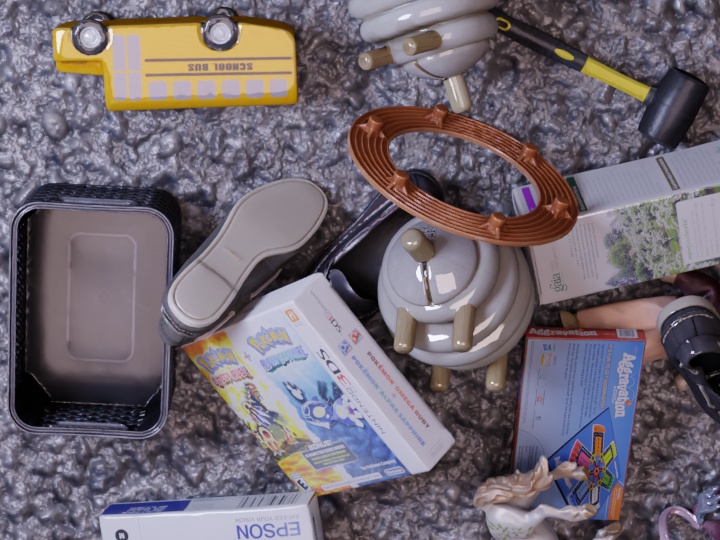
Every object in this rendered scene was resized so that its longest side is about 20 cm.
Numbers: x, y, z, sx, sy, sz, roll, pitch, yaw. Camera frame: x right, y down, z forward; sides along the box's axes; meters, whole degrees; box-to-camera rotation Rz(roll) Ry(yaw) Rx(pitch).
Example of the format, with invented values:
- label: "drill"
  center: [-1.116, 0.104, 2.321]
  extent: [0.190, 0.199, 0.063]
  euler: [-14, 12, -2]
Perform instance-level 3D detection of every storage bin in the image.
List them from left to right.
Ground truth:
- label: "storage bin"
  center: [-0.225, 0.033, 1.570]
  extent: [0.135, 0.094, 0.200]
  euler: [3, 102, -2]

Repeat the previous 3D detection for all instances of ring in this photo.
- label: "ring"
  center: [0.086, -0.084, 1.499]
  extent: [0.200, 0.200, 0.019]
  euler: [19, 121, -6]

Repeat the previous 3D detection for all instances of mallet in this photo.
- label: "mallet"
  center: [0.193, -0.163, 1.569]
  extent: [0.200, 0.041, 0.066]
  euler: [19, 104, -1]

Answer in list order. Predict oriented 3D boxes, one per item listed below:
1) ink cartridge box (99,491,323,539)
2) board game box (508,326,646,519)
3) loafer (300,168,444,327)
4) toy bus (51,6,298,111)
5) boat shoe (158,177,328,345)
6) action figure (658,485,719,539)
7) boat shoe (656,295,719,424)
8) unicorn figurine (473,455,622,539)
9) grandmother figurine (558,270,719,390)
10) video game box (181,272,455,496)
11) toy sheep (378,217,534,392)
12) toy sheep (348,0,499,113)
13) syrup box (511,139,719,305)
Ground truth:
- label: "ink cartridge box"
  center: [-0.122, 0.299, 1.637]
  extent: [0.199, 0.041, 0.200]
  euler: [-6, 103, 14]
- label: "board game box"
  center: [0.186, 0.135, 1.606]
  extent: [0.103, 0.019, 0.200]
  euler: [2, 124, -1]
- label: "loafer"
  center: [0.000, 0.000, 1.583]
  extent: [0.072, 0.063, 0.200]
  euler: [35, 99, -8]
- label: "toy bus"
  center: [-0.153, -0.176, 1.539]
  extent: [0.200, 0.065, 0.078]
  euler: [-2, 104, -2]
- label: "boat shoe"
  center: [-0.103, -0.009, 1.546]
  extent: [0.067, 0.200, 0.057]
  euler: [43, 142, 1]
- label: "action figure"
  center: [0.384, 0.269, 1.635]
  extent: [0.200, 0.134, 0.149]
  euler: [26, 141, -33]
- label: "boat shoe"
  center: [0.317, 0.101, 1.580]
  extent: [0.073, 0.063, 0.200]
  euler: [-31, 130, 16]
- label: "unicorn figurine"
  center: [0.162, 0.250, 1.638]
  extent: [0.137, 0.074, 0.200]
  euler: [-23, 108, 16]
- label: "grandmother figurine"
  center: [0.279, 0.049, 1.605]
  extent: [0.200, 0.061, 0.121]
  euler: [-15, 118, 4]
- label: "video game box"
  center: [-0.039, 0.102, 1.547]
  extent: [0.047, 0.200, 0.182]
  euler: [-43, 101, -33]
- label: "toy sheep"
  center: [0.076, 0.019, 1.501]
  extent: [0.138, 0.200, 0.138]
  euler: [-7, 64, 15]
- label: "toy sheep"
  center: [0.050, -0.223, 1.499]
  extent: [0.138, 0.138, 0.200]
  euler: [-14, 97, 2]
- label: "syrup box"
  center: [0.235, -0.042, 1.563]
  extent: [0.200, 0.081, 0.079]
  euler: [-13, 119, 2]
